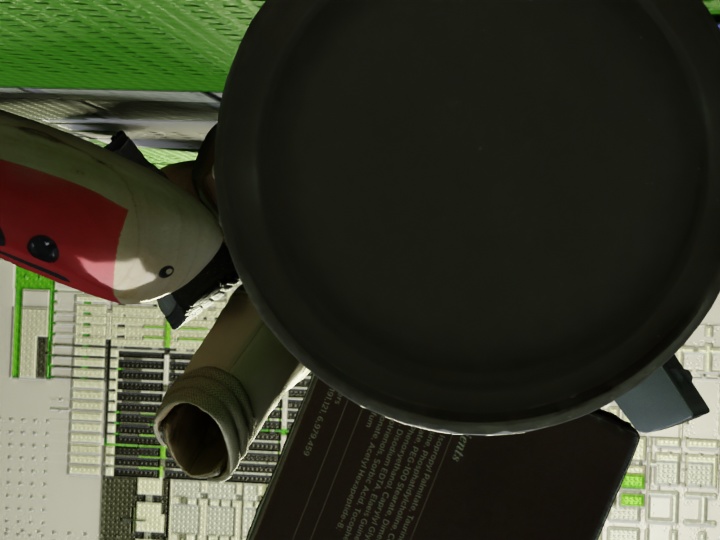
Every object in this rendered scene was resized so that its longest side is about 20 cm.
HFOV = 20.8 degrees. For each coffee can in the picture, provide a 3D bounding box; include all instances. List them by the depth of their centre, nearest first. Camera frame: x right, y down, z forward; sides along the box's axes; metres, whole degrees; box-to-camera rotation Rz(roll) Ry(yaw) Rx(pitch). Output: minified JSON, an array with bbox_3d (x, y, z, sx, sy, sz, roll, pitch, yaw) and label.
[{"bbox_3d":[0.035,-0.027,0.623,0.145,0.148,0.200,2,178,2],"label":"coffee can"}]

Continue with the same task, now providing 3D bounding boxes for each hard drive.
[{"bbox_3d":[0.144,0.013,1.216,0.042,0.201,0.135,-34,170,11],"label":"hard drive"}]

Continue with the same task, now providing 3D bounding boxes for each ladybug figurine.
[{"bbox_3d":[-0.179,-0.036,1.139,0.198,0.073,0.136,21,169,11],"label":"ladybug figurine"}]

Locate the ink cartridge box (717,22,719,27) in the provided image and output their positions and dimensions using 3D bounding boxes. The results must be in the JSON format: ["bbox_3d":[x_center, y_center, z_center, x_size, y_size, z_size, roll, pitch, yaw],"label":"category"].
[{"bbox_3d":[0.113,-0.071,0.857,0.198,0.044,0.197,0,177,34],"label":"ink cartridge box"}]

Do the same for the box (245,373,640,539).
[{"bbox_3d":[0.050,0.134,1.245,0.198,0.166,0.166,23,180,3],"label":"box"}]

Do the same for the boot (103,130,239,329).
[{"bbox_3d":[-0.136,-0.034,1.331,0.068,0.131,0.200,-37,179,-9],"label":"boot"}]

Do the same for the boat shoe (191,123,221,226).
[{"bbox_3d":[-0.009,-0.033,1.176,0.199,0.076,0.074,27,167,-38],"label":"boat shoe"}]

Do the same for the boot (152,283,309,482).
[{"bbox_3d":[-0.079,0.075,1.308,0.072,0.156,0.200,31,153,2],"label":"boot"}]

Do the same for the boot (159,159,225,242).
[{"bbox_3d":[-0.059,-0.061,1.403,0.198,0.074,0.076,4,152,2],"label":"boot"}]
